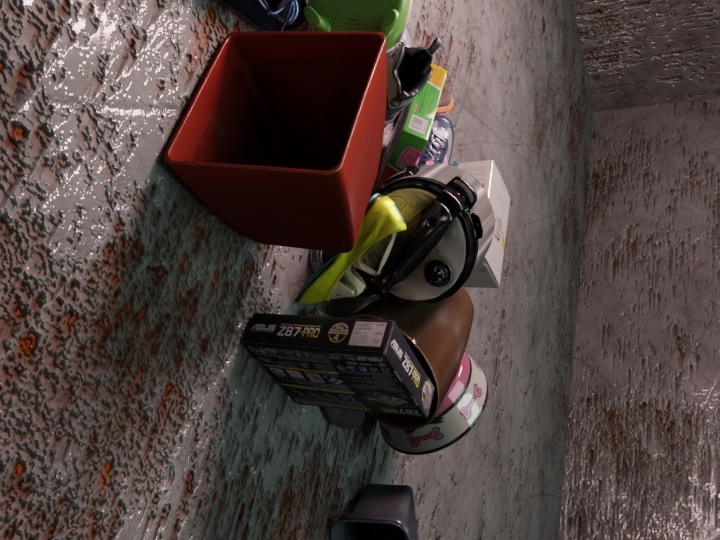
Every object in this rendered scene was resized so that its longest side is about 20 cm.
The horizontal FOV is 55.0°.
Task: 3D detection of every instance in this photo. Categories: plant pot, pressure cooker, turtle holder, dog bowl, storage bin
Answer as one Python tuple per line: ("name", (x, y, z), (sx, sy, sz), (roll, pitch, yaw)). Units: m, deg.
("plant pot", (-0.071, -0.132, 0.789), (0.178, 0.195, 0.204), (72, 30, -53))
("pressure cooker", (0.092, -0.051, 0.959), (0.200, 0.174, 0.181), (-39, 129, -62))
("turtle holder", (0.010, -0.335, 0.912), (0.132, 0.138, 0.190), (-20, 93, -76))
("plant pot", (0.086, 0.099, 1.043), (0.199, 0.183, 0.191), (-39, 125, -43))
("dog bowl", (0.104, 0.192, 1.119), (0.075, 0.196, 0.202), (58, 39, -29))
("storage bin", (0.048, 0.437, 1.071), (0.134, 0.141, 0.206), (-47, 131, -67))

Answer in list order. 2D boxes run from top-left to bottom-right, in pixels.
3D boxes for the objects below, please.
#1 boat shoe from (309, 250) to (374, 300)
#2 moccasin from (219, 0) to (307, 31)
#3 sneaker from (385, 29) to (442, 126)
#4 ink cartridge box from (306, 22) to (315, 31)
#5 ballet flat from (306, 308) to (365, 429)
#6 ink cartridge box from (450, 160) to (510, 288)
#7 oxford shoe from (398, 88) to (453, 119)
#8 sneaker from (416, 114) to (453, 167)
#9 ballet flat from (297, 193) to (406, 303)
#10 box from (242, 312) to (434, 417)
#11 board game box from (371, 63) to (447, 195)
("boat shoe", (0.000, -0.003, 1.041), (0.199, 0.066, 0.076), (37, 57, -57))
("moccasin", (-0.109, -0.329, 0.826), (0.199, 0.066, 0.083), (-20, 107, -64))
("sneaker", (0.070, -0.310, 1.010), (0.077, 0.139, 0.205), (26, 60, -27))
("ink cartridge box", (-0.018, -0.303, 1.040), (0.199, 0.040, 0.206), (30, 63, -60))
("ballet flat", (-0.038, 0.140, 0.984), (0.047, 0.066, 0.204), (-105, 176, -63))
("ink cartridge box", (0.202, -0.086, 1.362), (0.145, 0.144, 0.205), (46, 50, -53))
("oxford shoe", (0.124, -0.325, 1.298), (0.200, 0.070, 0.074), (-42, 121, -56))
("sneaker", (0.115, -0.170, 1.126), (0.082, 0.069, 0.205), (146, -36, -74))
("ballet flat", (-0.010, -0.008, 0.893), (0.067, 0.201, 0.067), (43, 29, 6))
("box", (-0.025, 0.118, 0.846), (0.162, 0.195, 0.050), (59, 41, -44))
("board game box", (0.071, -0.202, 1.094), (0.201, 0.039, 0.156), (118, -8, -57))
